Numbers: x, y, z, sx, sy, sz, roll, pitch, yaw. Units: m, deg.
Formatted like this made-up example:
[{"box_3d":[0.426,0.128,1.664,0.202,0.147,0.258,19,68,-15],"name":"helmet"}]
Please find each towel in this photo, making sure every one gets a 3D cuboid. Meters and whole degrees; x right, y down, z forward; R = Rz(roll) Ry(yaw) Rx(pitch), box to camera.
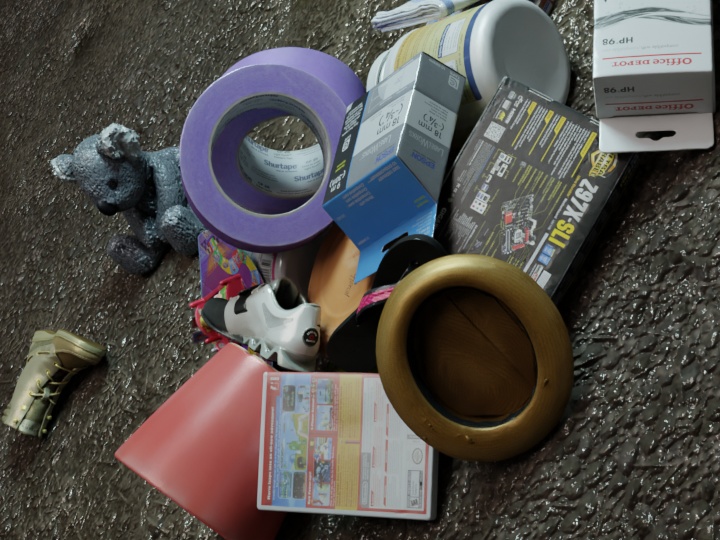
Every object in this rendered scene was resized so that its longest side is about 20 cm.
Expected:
[{"box_3d":[0.124,-0.325,1.750,0.199,0.024,0.146,-29,16,-28],"name":"towel"}]

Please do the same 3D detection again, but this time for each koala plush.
[{"box_3d":[-0.326,-0.126,2.141,0.177,0.199,0.185,-21,48,44],"name":"koala plush"}]

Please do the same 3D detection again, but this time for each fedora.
[{"box_3d":[0.113,0.080,1.461,0.201,0.200,0.082,-51,-7,11],"name":"fedora"}]

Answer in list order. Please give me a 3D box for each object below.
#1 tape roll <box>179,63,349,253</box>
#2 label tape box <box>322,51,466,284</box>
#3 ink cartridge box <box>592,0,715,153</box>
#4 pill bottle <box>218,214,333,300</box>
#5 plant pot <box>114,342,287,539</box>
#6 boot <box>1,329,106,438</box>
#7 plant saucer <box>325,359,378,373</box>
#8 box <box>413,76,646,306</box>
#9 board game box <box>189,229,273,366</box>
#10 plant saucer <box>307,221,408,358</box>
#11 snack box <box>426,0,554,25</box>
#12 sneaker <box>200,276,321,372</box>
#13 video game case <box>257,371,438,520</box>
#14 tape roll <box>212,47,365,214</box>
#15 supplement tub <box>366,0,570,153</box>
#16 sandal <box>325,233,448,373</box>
[{"box_3d":[-0.102,-0.122,1.684,0.201,0.199,0.085,-64,3,-7],"name":"tape roll"},{"box_3d":[0.028,-0.106,1.562,0.144,0.063,0.201,-31,38,50],"name":"label tape box"},{"box_3d":[0.286,-0.215,1.476,0.115,0.067,0.201,-2,56,13],"name":"ink cartridge box"},{"box_3d":[-0.100,-0.009,1.829,0.199,0.113,0.114,10,73,55],"name":"pill bottle"},{"box_3d":[-0.140,0.191,1.670,0.178,0.200,0.200,-54,32,-10],"name":"plant pot"},{"box_3d":[-0.446,0.165,2.187,0.199,0.073,0.156,-1,63,55],"name":"boot"},{"box_3d":[0.035,0.064,1.618,0.200,0.048,0.201,14,83,61],"name":"plant saucer"},{"box_3d":[0.165,-0.071,1.514,0.159,0.049,0.201,29,89,20],"name":"box"},{"box_3d":[-0.164,0.054,1.815,0.158,0.039,0.201,36,137,42],"name":"board game box"},{"box_3d":[0.000,0.000,1.638,0.200,0.032,0.202,-38,42,43],"name":"plant saucer"},{"box_3d":[0.147,-0.298,1.809,0.200,0.024,0.072,19,81,56],"name":"snack box"},{"box_3d":[-0.103,0.046,1.685,0.199,0.074,0.089,21,96,49],"name":"sneaker"},{"box_3d":[-0.013,0.176,1.546,0.198,0.017,0.144,-1,82,26],"name":"video game case"},{"box_3d":[-0.085,-0.165,1.838,0.200,0.199,0.085,-37,39,29],"name":"tape roll"},{"box_3d":[0.115,-0.208,1.671,0.199,0.144,0.145,-11,56,48],"name":"supplement tub"},{"box_3d":[0.027,0.045,1.518,0.200,0.075,0.045,-53,5,36],"name":"sandal"}]
